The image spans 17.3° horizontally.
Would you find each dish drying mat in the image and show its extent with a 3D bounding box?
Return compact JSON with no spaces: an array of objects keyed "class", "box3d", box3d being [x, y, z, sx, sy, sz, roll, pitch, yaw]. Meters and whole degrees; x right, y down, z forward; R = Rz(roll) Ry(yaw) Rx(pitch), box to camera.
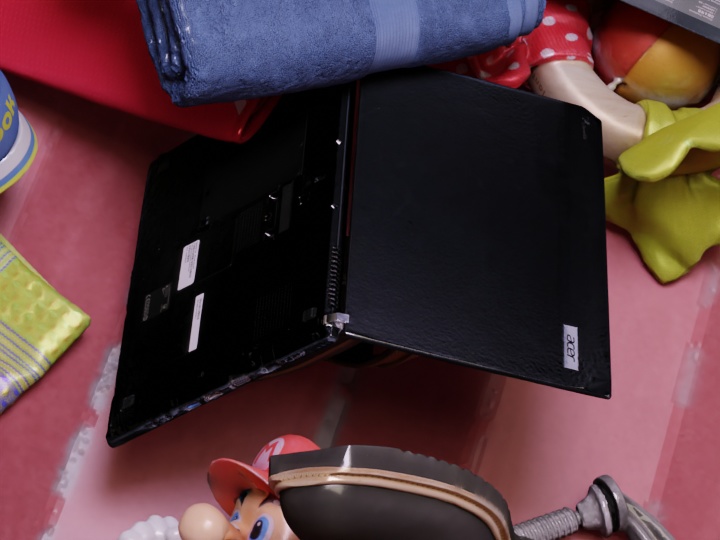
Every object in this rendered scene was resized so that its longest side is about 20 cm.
[{"class":"dish drying mat","box3d":[-0.124,-0.115,1.116,0.199,0.018,0.077,20,61,22]}]

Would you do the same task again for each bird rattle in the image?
[{"class":"bird rattle","box3d":[0.127,-0.097,1.181,0.200,0.113,0.163,37,51,20]}]

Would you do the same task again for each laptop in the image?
[{"class":"laptop","box3d":[0.000,0.000,1.060,0.103,0.199,0.178,44,33,-33]}]

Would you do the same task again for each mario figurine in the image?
[{"class":"mario figurine","box3d":[-0.071,0.155,0.988,0.123,0.106,0.201,19,69,17]}]

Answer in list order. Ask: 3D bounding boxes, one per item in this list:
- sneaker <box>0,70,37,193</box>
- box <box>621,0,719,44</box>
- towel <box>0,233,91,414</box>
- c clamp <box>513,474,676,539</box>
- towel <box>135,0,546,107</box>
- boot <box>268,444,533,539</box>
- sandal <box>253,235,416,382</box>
[{"class":"sneaker","box3d":[-0.225,-0.115,1.083,0.074,0.082,0.200,-44,61,-13]},{"class":"box","box3d":[0.161,-0.175,1.189,0.199,0.046,0.159,23,29,-2]},{"class":"towel","box3d":[-0.236,0.039,1.058,0.144,0.023,0.200,44,65,10]},{"class":"c clamp","box3d":[0.063,0.149,1.070,0.199,0.027,0.172,-11,68,-17]},{"class":"towel","box3d":[-0.012,-0.140,1.054,0.199,0.048,0.112,-14,92,-33]},{"class":"boot","box3d":[0.024,0.161,0.949,0.077,0.200,0.139,-7,62,32]},{"class":"sandal","box3d":[0.015,0.011,1.108,0.199,0.055,0.082,-27,31,-27]}]
